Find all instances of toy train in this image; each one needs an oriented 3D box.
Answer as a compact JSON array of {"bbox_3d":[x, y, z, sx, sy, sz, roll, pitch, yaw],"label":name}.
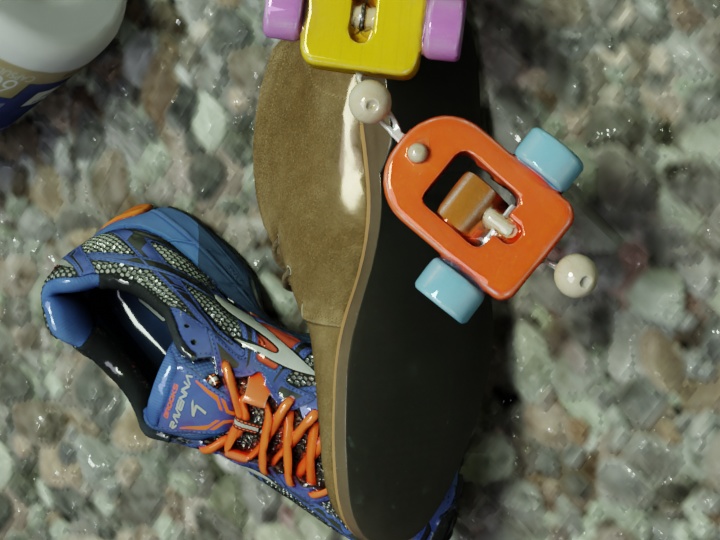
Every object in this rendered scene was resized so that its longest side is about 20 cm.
[{"bbox_3d":[0.054,-0.090,0.926,0.150,0.056,0.201,34,90,3],"label":"toy train"}]

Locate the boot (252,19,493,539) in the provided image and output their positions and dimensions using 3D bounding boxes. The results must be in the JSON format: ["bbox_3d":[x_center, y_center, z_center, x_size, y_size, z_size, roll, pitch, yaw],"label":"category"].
[{"bbox_3d":[0.000,0.000,0.990,0.075,0.073,0.202,-4,81,41],"label":"boot"}]

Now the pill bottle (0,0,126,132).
[{"bbox_3d":[-0.195,-0.086,1.084,0.200,0.111,0.112,-34,82,35],"label":"pill bottle"}]

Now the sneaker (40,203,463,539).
[{"bbox_3d":[-0.046,0.051,1.035,0.199,0.078,0.076,32,118,24],"label":"sneaker"}]
